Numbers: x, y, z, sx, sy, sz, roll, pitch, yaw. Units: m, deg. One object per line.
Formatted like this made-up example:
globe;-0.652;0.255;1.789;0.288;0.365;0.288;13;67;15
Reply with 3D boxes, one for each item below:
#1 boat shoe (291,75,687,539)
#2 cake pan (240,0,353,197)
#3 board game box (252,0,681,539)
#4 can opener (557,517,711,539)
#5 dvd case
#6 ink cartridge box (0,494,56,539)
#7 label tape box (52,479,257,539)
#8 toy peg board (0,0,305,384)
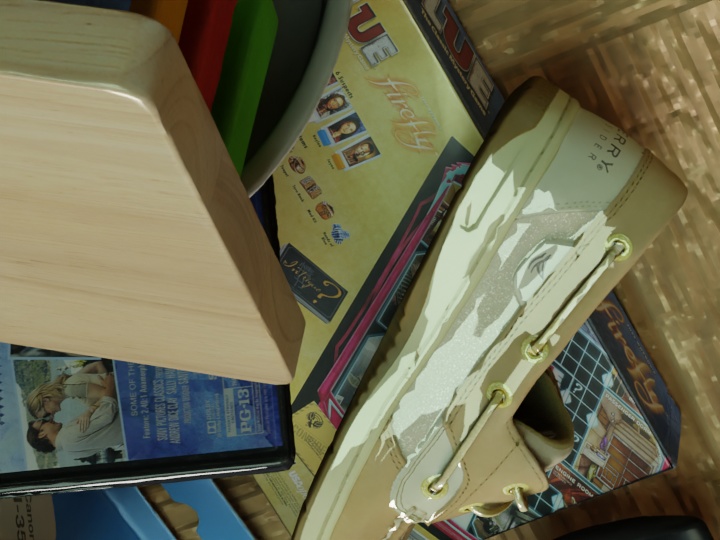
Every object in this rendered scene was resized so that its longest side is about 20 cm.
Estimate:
boat shoe;0.034;0.041;0.737;0.066;0.074;0.201;27;119;4
cake pan;-0.095;-0.090;0.695;0.199;0.037;0.201;-1;86;10
board game box;0.000;0.000;0.786;0.135;0.035;0.200;-23;110;23
can opener;0.035;0.144;0.822;0.199;0.063;0.079;-21;85;12
dvd case;-0.123;-0.002;0.721;0.199;0.018;0.143;-6;81;4
ink cartridge box;-0.213;0.043;0.796;0.199;0.083;0.147;-12;79;19
label tape box;-0.133;0.134;0.870;0.199;0.066;0.144;-27;109;25
toy peg board;-0.117;-0.060;0.588;0.199;0.098;0.199;8;162;10
